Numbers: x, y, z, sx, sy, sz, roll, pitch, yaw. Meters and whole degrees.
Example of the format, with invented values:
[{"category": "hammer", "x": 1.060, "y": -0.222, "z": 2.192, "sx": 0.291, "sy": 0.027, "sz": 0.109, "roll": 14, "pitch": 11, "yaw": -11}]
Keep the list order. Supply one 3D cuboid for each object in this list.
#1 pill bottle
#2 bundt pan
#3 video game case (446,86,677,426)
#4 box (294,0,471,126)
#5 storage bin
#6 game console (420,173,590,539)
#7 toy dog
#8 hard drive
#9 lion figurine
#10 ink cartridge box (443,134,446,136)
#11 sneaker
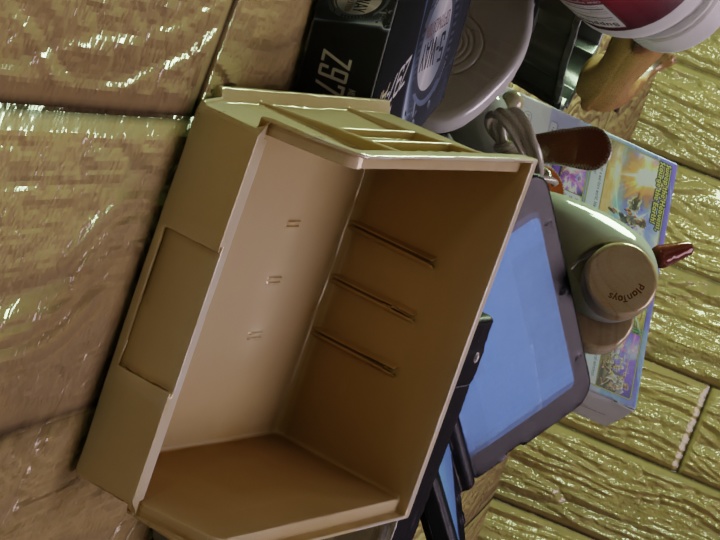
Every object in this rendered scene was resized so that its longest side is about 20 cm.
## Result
[{"category": "pill bottle", "x": 0.156, "y": -0.216, "z": 1.439, "sx": 0.200, "sy": 0.112, "sz": 0.114, "roll": 32, "pitch": 79, "yaw": -50}, {"category": "bundt pan", "x": 0.154, "y": -0.226, "z": 1.748, "sx": 0.202, "sy": 0.075, "sz": 0.203, "roll": 23, "pitch": 90, "yaw": -80}, {"category": "video game case", "x": 0.120, "y": -0.017, "z": 1.604, "sx": 0.045, "sy": 0.180, "sz": 0.201, "roll": -40, "pitch": -148, "yaw": 58}, {"category": "box", "x": 0.017, "y": -0.134, "z": 1.281, "sx": 0.200, "sy": 0.043, "sz": 0.161, "roll": -53, "pitch": 162, "yaw": -58}, {"category": "storage bin", "x": -0.026, "y": 0.021, "z": 1.122, "sx": 0.198, "sy": 0.093, "sz": 0.201, "roll": -4, "pitch": 116, "yaw": -61}, {"category": "game console", "x": 0.083, "y": 0.074, "z": 1.437, "sx": 0.177, "sy": 0.115, "sz": 0.201, "roll": -93, "pitch": 169, "yaw": -51}, {"category": "toy dog", "x": 0.148, "y": -0.045, "z": 1.538, "sx": 0.096, "sy": 0.201, "sz": 0.132, "roll": -31, "pitch": -168, "yaw": -17}, {"category": "hard drive", "x": -0.025, "y": 0.091, "z": 1.254, "sx": 0.038, "sy": 0.139, "sz": 0.201, "roll": -7, "pitch": 120, "yaw": -63}, {"category": "lion figurine", "x": 0.205, "y": -0.171, "z": 1.726, "sx": 0.123, "sy": 0.072, "sz": 0.201, "roll": -47, "pitch": 162, "yaw": -48}, {"category": "ink cartridge box", "x": 0.000, "y": 0.000, "z": 1.506, "sx": 0.099, "sy": 0.039, "sz": 0.201, "roll": -36, "pitch": 148, "yaw": -74}, {"category": "sneaker", "x": 0.081, "y": -0.149, "z": 1.516, "sx": 0.112, "sy": 0.073, "sz": 0.201, "roll": 91, "pitch": 21, "yaw": -61}]
